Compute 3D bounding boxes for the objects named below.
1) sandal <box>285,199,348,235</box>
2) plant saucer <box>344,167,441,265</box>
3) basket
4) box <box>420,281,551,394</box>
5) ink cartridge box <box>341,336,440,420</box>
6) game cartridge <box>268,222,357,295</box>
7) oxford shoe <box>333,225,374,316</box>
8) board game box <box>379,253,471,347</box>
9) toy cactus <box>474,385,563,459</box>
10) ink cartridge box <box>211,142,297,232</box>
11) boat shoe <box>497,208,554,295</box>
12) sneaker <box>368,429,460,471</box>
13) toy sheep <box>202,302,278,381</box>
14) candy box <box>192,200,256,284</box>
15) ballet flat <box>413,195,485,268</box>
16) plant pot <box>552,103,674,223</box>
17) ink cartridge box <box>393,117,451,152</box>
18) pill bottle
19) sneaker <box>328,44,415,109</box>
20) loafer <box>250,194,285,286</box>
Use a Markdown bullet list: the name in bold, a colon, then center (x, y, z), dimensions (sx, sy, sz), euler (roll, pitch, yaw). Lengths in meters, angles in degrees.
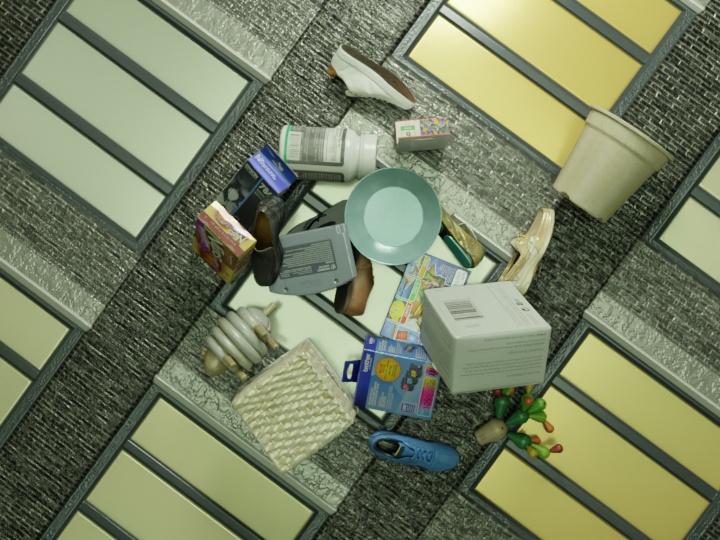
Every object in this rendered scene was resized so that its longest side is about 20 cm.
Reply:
- **sandal**: center (-0.094, -0.085, 1.764), dimensions (0.200, 0.043, 0.076), euler (-39, 89, 3)
- **plant saucer**: center (0.068, -0.112, 1.710), dimensions (0.200, 0.039, 0.202), euler (0, 93, 5)
- **basket**: center (-0.137, 0.281, 1.710), dimensions (0.200, 0.161, 0.198), euler (-36, 90, 3)
- **box**: center (0.243, 0.129, 1.643), dimensions (0.199, 0.199, 0.131), euler (-5, 118, -13)
- **ink cartridge box**: center (0.064, 0.222, 1.729), dimensions (0.199, 0.076, 0.137), euler (11, 108, 4)
- **game cartridge**: center (-0.108, -0.017, 1.727), dimensions (0.200, 0.042, 0.134), euler (-9, 101, 21)
- **oxford shoe**: center (0.000, 0.000, 1.762), dimensions (0.071, 0.071, 0.201), euler (15, 87, -28)
- **board game box**: center (0.138, 0.070, 1.761), dimensions (0.135, 0.034, 0.200), euler (22, 91, 1)
- **toy cactus**: center (0.321, 0.323, 1.736), dimensions (0.165, 0.102, 0.200), euler (-30, 98, 11)
- **ink cartridge box**: center (-0.224, -0.164, 1.722), dimensions (0.099, 0.039, 0.200), euler (47, 125, 2)
- **boat shoe**: center (0.346, -0.044, 1.736), dimensions (0.069, 0.074, 0.200), euler (22, 91, -4)
- **sneaker**: center (0.113, 0.387, 1.743), dimensions (0.200, 0.078, 0.066), euler (14, 88, 0)
- **toy sheep**: center (-0.248, 0.144, 1.729), dimensions (0.200, 0.138, 0.138), euler (-41, 89, -12)
- **candy box**: center (-0.282, -0.054, 1.693), dimensions (0.117, 0.200, 0.056), euler (45, 69, 1)
- **ballet flat**: center (0.190, -0.093, 1.752), dimensions (0.071, 0.071, 0.200), euler (-41, 88, 1)
- **plant pot**: center (0.498, -0.207, 1.688), dimensions (0.200, 0.200, 0.184), euler (35, 103, 2)
- **ink cartridge box**: center (0.124, -0.280, 1.680), dimensions (0.109, 0.200, 0.051), euler (-4, 90, 2)
- **pill bottle**: center (-0.066, -0.243, 1.730), dimensions (0.199, 0.113, 0.113), euler (4, 90, 2)
- **sneaker**: center (0.022, -0.393, 1.762), dimensions (0.200, 0.073, 0.085), euler (34, 122, -4)
- **loafer**: center (-0.200, -0.053, 1.688), dimensions (0.073, 0.072, 0.200), euler (11, 115, 15)
